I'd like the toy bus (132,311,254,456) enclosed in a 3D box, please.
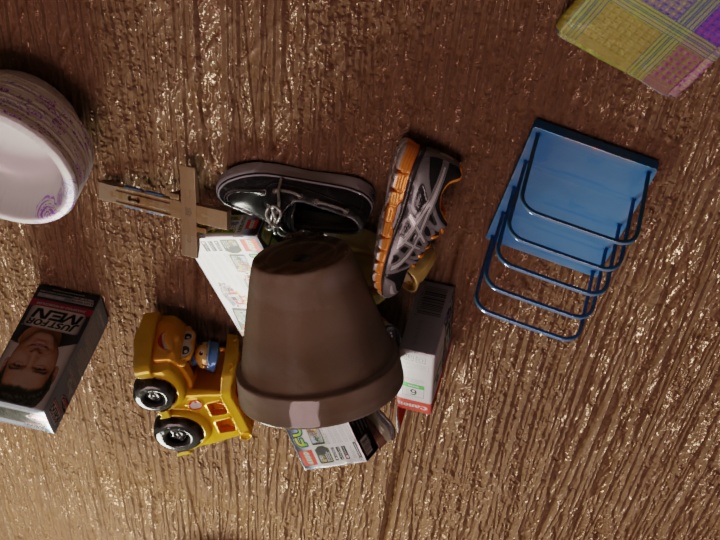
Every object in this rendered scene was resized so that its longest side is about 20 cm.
[{"bbox_3d":[-0.207,0.151,1.927,0.190,0.136,0.201,-8,134,13],"label":"toy bus"}]

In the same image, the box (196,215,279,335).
[{"bbox_3d":[-0.138,0.010,1.768,0.109,0.035,0.201,0,139,24],"label":"box"}]

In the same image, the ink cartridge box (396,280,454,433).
[{"bbox_3d":[0.082,0.117,1.753,0.050,0.109,0.201,12,143,10],"label":"ink cartridge box"}]

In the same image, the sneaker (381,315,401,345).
[{"bbox_3d":[0.008,0.095,1.810,0.090,0.070,0.200,46,165,22],"label":"sneaker"}]

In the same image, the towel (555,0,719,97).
[{"bbox_3d":[0.284,-0.247,1.272,0.143,0.023,0.200,28,142,-10],"label":"towel"}]

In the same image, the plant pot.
[{"bbox_3d":[-0.058,0.061,1.604,0.198,0.200,0.175,1,115,23],"label":"plant pot"}]

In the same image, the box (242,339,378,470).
[{"bbox_3d":[-0.065,0.160,1.787,0.109,0.035,0.201,-13,108,37],"label":"box"}]

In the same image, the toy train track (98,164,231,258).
[{"bbox_3d":[-0.236,-0.084,1.695,0.199,0.032,0.116,14,115,28],"label":"toy train track"}]

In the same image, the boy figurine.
[{"bbox_3d":[0.000,0.000,1.681,0.199,0.065,0.125,2,131,27],"label":"boy figurine"}]

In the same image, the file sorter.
[{"bbox_3d":[0.214,-0.035,1.489,0.138,0.123,0.201,20,144,1],"label":"file sorter"}]

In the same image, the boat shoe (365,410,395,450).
[{"bbox_3d":[-0.040,0.170,1.849,0.200,0.072,0.076,45,175,18],"label":"boat shoe"}]

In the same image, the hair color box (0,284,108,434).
[{"bbox_3d":[-0.437,0.121,1.921,0.098,0.201,0.061,10,143,12],"label":"hair color box"}]

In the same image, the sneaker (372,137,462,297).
[{"bbox_3d":[0.059,-0.051,1.553,0.077,0.079,0.201,10,125,-6],"label":"sneaker"}]

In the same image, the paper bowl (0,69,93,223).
[{"bbox_3d":[-0.412,-0.157,1.638,0.199,0.105,0.201,13,142,10],"label":"paper bowl"}]

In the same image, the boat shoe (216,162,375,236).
[{"bbox_3d":[-0.084,-0.074,1.621,0.198,0.068,0.074,10,142,14],"label":"boat shoe"}]
